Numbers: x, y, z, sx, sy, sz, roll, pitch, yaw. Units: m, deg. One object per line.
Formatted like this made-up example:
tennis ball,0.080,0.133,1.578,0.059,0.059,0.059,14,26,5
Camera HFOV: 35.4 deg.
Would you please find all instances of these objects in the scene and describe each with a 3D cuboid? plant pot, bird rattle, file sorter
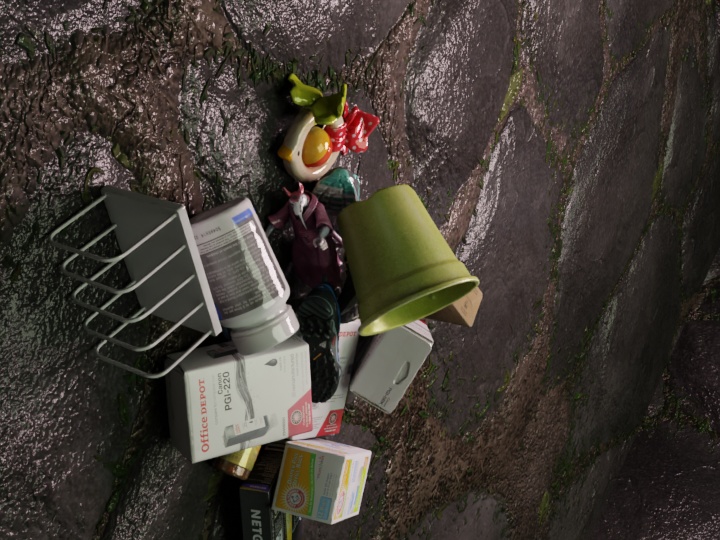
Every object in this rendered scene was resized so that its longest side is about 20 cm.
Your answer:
plant pot,0.056,-0.024,1.735,0.200,0.200,0.185,-4,68,-58
bird rattle,-0.066,-0.215,1.767,0.163,0.112,0.200,-58,159,-7
file sorter,-0.288,0.018,1.429,0.125,0.138,0.200,-45,137,-37

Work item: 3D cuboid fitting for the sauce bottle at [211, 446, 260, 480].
sauce bottle,-0.169,0.226,1.771,0.066,0.066,0.201,39,71,-56

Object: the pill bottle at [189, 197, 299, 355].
pill bottle,-0.167,0.009,1.576,0.114,0.114,0.201,-36,106,-47

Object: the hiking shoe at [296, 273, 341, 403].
hiking shoe,-0.056,0.112,1.726,0.087,0.074,0.201,-63,161,-56

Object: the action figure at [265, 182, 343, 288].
action figure,-0.070,-0.063,1.751,0.149,0.134,0.200,-51,144,-36

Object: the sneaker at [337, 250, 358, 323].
sneaker,0.000,0.000,1.854,0.200,0.084,0.075,-54,167,-26

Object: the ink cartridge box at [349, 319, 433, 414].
ink cartridge box,0.050,0.146,1.952,0.147,0.083,0.200,-59,-175,5

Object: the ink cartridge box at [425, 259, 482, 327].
ink cartridge box,0.111,0.019,2.044,0.200,0.164,0.075,49,59,-54

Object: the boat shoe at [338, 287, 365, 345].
boat shoe,-0.010,0.060,1.956,0.075,0.086,0.202,-31,156,-47

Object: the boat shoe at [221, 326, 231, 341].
boat shoe,-0.170,0.025,1.680,0.072,0.072,0.201,-35,131,-49

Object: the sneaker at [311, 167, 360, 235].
sneaker,-0.035,-0.131,1.811,0.200,0.077,0.092,103,1,-70

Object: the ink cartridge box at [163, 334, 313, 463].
ink cartridge box,-0.176,0.180,1.644,0.199,0.085,0.146,-11,109,-26

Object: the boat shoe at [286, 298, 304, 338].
boat shoe,-0.141,0.122,1.746,0.202,0.074,0.065,-48,118,-27

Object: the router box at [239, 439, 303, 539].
router box,-0.143,0.397,1.848,0.157,0.052,0.201,-58,150,-62

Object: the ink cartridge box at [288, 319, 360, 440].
ink cartridge box,-0.085,0.168,1.867,0.144,0.084,0.201,4,100,-58

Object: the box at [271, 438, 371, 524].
box,-0.060,0.338,1.822,0.200,0.101,0.113,33,69,-76
